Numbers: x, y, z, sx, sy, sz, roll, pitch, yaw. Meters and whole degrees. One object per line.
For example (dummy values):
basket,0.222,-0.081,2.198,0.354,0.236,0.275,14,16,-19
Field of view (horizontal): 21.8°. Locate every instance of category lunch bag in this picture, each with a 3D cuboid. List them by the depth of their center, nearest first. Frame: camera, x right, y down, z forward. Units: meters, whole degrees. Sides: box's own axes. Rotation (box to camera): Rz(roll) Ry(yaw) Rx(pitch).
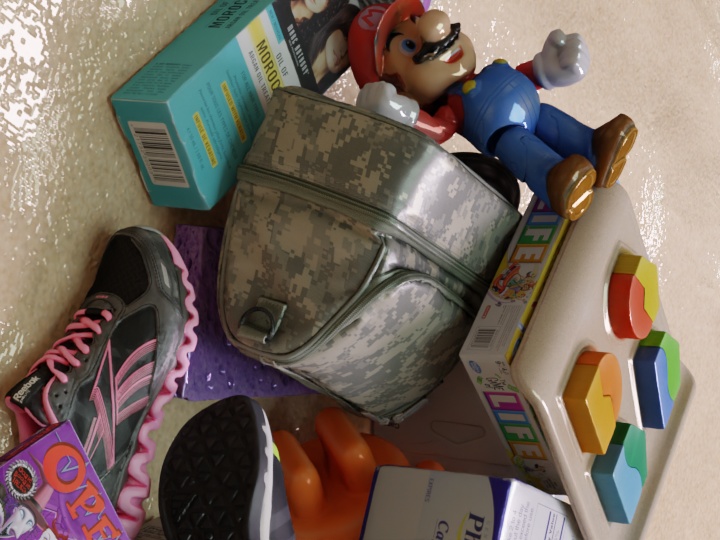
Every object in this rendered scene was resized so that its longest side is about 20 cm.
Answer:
lunch bag,0.000,0.000,1.193,0.168,0.139,0.200,-65,153,-5

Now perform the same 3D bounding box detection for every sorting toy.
sorting toy,0.170,0.071,1.227,0.200,0.036,0.186,61,42,-37

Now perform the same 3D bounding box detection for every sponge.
sponge,-0.059,0.029,1.263,0.200,0.030,0.112,3,93,-55

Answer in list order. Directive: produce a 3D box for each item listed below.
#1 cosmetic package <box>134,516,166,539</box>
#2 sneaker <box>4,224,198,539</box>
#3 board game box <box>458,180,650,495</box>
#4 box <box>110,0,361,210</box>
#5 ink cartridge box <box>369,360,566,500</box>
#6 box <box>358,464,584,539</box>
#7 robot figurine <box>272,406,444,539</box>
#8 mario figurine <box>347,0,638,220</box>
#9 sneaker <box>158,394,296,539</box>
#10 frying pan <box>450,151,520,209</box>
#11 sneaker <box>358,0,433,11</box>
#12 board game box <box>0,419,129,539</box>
cosmetic package,-0.146,0.223,1.108,0.200,0.103,0.088,-20,111,-50
sneaker,-0.160,0.066,1.099,0.095,0.079,0.201,20,77,-42
board game box,0.135,0.028,1.237,0.135,0.034,0.200,62,41,-37
box,-0.072,-0.128,1.203,0.200,0.049,0.083,-49,133,-38
ink cartridge box,0.111,0.074,1.386,0.200,0.145,0.146,-24,115,-61
box,0.080,0.237,1.226,0.200,0.104,0.185,31,69,-55
robot figurine,-0.008,0.193,1.288,0.144,0.116,0.201,-50,134,-42
mario figurine,0.077,-0.120,1.205,0.106,0.200,0.123,-63,160,15
sneaker,-0.068,0.173,1.092,0.083,0.071,0.201,48,30,-52
frying pan,0.084,-0.023,1.323,0.115,0.190,0.031,-41,136,-15
sneaker,0.044,-0.238,1.274,0.115,0.072,0.201,-59,-178,-37
board game box,-0.155,0.195,0.994,0.120,0.032,0.201,-38,105,-54
